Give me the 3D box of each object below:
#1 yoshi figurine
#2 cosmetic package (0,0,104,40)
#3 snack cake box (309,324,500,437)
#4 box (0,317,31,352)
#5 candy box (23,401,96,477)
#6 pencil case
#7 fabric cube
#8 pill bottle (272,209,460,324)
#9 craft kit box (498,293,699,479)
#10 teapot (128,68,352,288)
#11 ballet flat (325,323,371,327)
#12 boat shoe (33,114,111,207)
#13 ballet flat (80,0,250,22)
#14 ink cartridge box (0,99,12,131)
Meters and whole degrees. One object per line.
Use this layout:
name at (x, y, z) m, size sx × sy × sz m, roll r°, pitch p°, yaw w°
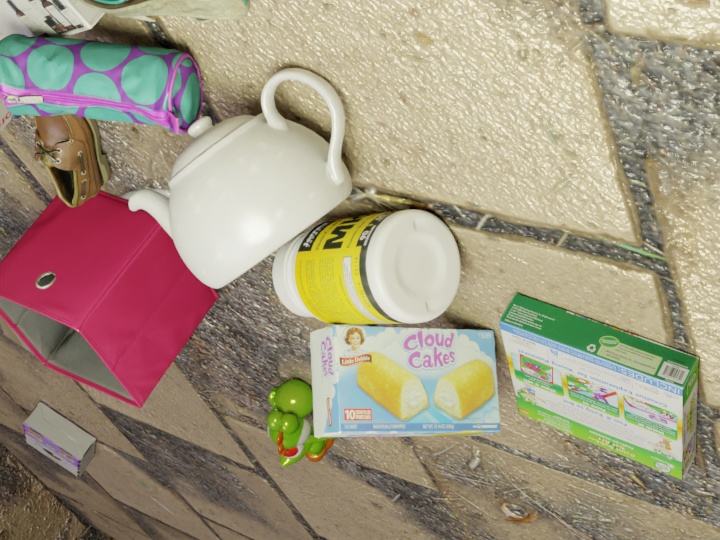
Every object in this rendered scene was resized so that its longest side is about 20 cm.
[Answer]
yoshi figurine at (-0.091, 0.223, 1.806) m, size 0.200 × 0.112 × 0.112 m, roll 66°, pitch -177°, yaw -71°
cosmetic package at (-0.339, -0.278, 1.219) m, size 0.200 × 0.051 × 0.083 m, roll 1°, pitch 139°, yaw 50°
snack cake box at (0.049, 0.121, 1.284) m, size 0.199 × 0.115 × 0.067 m, roll 3°, pitch 168°, yaw -27°
box at (-0.576, 0.061, 2.065) m, size 0.078 × 0.095 × 0.200 m, roll 31°, pitch 154°, yaw 6°
candy box at (-0.746, 0.422, 2.941) m, size 0.167 × 0.072 × 0.200 m, roll 33°, pitch 155°, yaw 0°
pencil case at (-0.262, -0.185, 1.185) m, size 0.199 × 0.093 × 0.085 m, roll 7°, pitch 136°, yaw 10°
fabric cube at (-0.349, 0.030, 1.611) m, size 0.196 × 0.200 × 0.200 m, roll 19°, pitch 152°, yaw 30°
pill bottle at (0.000, 0.000, 1.235) m, size 0.114 × 0.114 × 0.200 m, roll 46°, pitch 152°, yaw -25°
craft kit box at (0.252, 0.123, 1.240) m, size 0.200 × 0.049 × 0.198 m, roll 21°, pitch 150°, yaw 26°
teapot at (-0.113, -0.089, 1.156) m, size 0.146 × 0.200 × 0.197 m, roll 55°, pitch 167°, yaw -5°
ballet flat at (-0.015, 0.115, 1.518) m, size 0.069 × 0.070 × 0.200 m, roll 23°, pitch 153°, yaw 22°
boat shoe at (-0.362, -0.152, 1.452) m, size 0.072 × 0.068 × 0.200 m, roll 23°, pitch 152°, yaw 25°
ballet flat at (-0.182, -0.248, 1.071) m, size 0.200 × 0.068 × 0.062 m, roll 13°, pitch 158°, yaw 37°
ink cartridge box at (-0.518, -0.227, 1.412) m, size 0.146 × 0.147 × 0.200 m, roll 31°, pitch 154°, yaw 5°
